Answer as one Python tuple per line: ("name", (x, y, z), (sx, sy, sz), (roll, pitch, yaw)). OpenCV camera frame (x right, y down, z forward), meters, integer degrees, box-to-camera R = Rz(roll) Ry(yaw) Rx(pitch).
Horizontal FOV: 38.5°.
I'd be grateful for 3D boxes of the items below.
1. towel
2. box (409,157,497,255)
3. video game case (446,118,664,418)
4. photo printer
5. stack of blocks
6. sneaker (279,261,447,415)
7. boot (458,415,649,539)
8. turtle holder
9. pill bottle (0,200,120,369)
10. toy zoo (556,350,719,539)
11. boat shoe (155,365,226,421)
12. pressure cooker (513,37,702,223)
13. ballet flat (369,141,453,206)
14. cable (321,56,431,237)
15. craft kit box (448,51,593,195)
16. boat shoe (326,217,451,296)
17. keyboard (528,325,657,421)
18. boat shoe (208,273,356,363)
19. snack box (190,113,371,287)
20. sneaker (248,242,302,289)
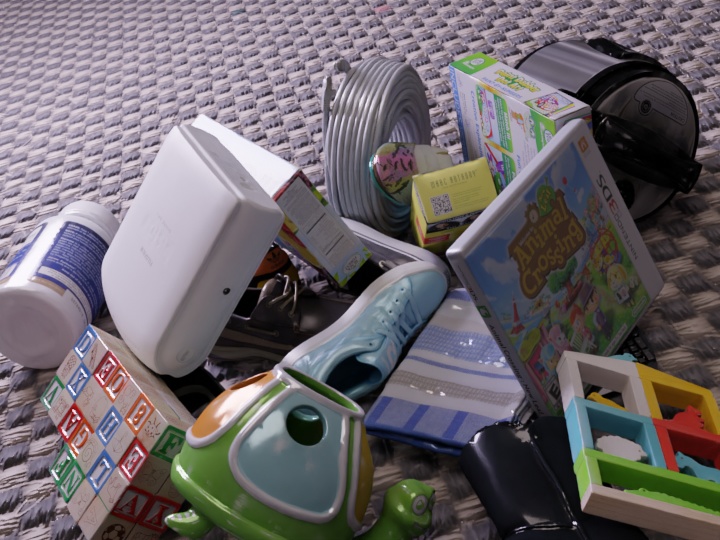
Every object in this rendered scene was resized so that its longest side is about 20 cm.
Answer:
("towel", (0.102, 0.085, 0.917), (0.146, 0.024, 0.200), (7, 40, 32))
("box", (0.090, -0.058, 1.037), (0.074, 0.051, 0.200), (-15, -9, -2))
("video game case", (0.174, 0.000, 0.876), (0.022, 0.183, 0.200), (-6, 32, 51))
("photo printer", (-0.168, -0.014, 0.967), (0.069, 0.201, 0.167), (17, 22, -42))
("stack of blocks", (-0.217, 0.146, 0.911), (0.116, 0.058, 0.200), (-55, 40, 1))
("sneaker", (0.017, 0.072, 0.964), (0.200, 0.074, 0.082), (-40, 38, -14))
("boot", (0.103, 0.191, 0.737), (0.198, 0.077, 0.169), (-14, 35, -12))
("turtle holder", (-0.044, 0.155, 0.766), (0.184, 0.141, 0.133), (29, 90, 20))
("pill bottle", (-0.339, 0.008, 1.169), (0.110, 0.112, 0.201), (-7, 33, 13))
("toy zoo", (0.219, 0.123, 0.785), (0.130, 0.021, 0.201), (16, 30, -4))
("boat shoe", (-0.134, 0.149, 0.919), (0.073, 0.064, 0.201), (-25, 35, -20))
("pressure cooker", (0.256, -0.141, 1.087), (0.174, 0.180, 0.200), (-24, 30, -14))
("ballet flat", (0.075, -0.099, 1.110), (0.070, 0.070, 0.200), (-10, -12, 20))
("cable", (0.024, -0.137, 1.159), (0.069, 0.202, 0.200), (8, 16, 23))
("craft kit box", (0.166, -0.097, 1.035), (0.048, 0.202, 0.198), (-21, 33, -13))
("boat shoe", (0.000, 0.000, 1.089), (0.199, 0.070, 0.066), (21, 45, 33))
("keyboard", (0.158, 0.083, 0.934), (0.198, 0.021, 0.127), (-17, 33, -5))
("boat shoe", (-0.082, 0.048, 1.037), (0.198, 0.074, 0.075), (-4, 34, 17))
("snack box", (-0.093, -0.074, 1.067), (0.053, 0.142, 0.200), (-47, 43, -8))
("sneaker", (-0.133, -0.021, 1.146), (0.070, 0.091, 0.199), (-33, 37, -26))
